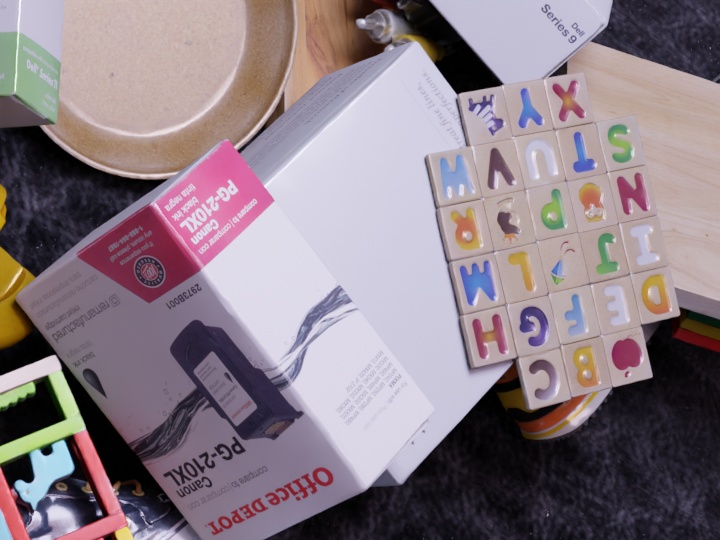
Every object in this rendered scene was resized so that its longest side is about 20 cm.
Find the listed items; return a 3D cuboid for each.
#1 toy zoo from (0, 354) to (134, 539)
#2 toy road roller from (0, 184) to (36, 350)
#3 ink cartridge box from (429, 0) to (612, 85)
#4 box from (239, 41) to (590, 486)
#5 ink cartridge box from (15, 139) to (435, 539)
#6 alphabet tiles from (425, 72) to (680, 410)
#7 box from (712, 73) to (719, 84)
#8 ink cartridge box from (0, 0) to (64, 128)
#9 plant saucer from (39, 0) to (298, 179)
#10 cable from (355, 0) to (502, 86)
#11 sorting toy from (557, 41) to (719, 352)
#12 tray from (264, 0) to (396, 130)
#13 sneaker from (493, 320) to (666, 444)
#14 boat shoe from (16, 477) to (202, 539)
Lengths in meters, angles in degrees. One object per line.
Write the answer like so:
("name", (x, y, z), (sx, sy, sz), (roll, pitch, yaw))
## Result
("toy zoo", (-0.195, 0.164, 1.304), (0.131, 0.020, 0.201), (-22, 83, -17))
("toy road roller", (-0.271, 0.020, 1.320), (0.146, 0.123, 0.201), (44, 55, -23))
("ink cartridge box", (0.100, -0.218, 1.582), (0.146, 0.084, 0.200), (47, 19, -7))
("box", (0.000, 0.000, 1.448), (0.200, 0.131, 0.199), (-44, 105, -26))
("ink cartridge box", (-0.077, 0.049, 1.314), (0.200, 0.145, 0.084), (53, 44, -7))
("alphabet tiles", (0.123, -0.020, 1.442), (0.166, 0.006, 0.201), (-12, 89, -32))
("box", (0.302, -0.043, 1.718), (0.161, 0.049, 0.200), (-41, 95, -32))
("ink cartridge box", (-0.241, -0.190, 1.394), (0.067, 0.116, 0.201), (36, 54, -69))
("plant saucer", (-0.138, -0.160, 1.479), (0.199, 0.035, 0.201), (-2, 96, -23))
("cable", (0.060, -0.167, 1.608), (0.200, 0.050, 0.098), (20, 43, -55))
("sorting toy", (0.218, -0.041, 1.581), (0.199, 0.070, 0.200), (17, 49, -12))
("tray", (-0.016, -0.136, 1.574), (0.098, 0.037, 0.201), (9, 67, -27))
("sneaker", (0.153, 0.022, 1.583), (0.090, 0.070, 0.200), (52, 56, -25))
("boat shoe", (-0.150, 0.147, 1.370), (0.200, 0.071, 0.091), (-39, 93, -34))
